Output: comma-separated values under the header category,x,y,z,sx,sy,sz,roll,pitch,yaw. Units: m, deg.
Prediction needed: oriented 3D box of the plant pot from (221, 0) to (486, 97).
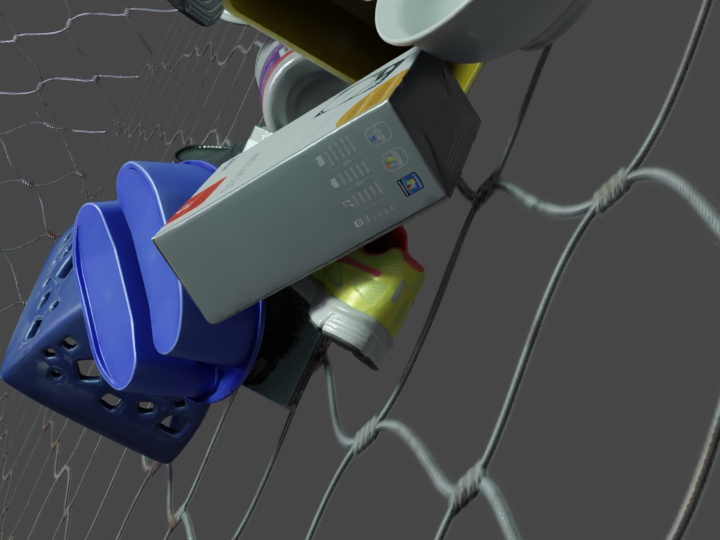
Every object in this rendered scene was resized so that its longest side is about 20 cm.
category,x,y,z,sx,sy,sz,roll,pitch,yaw
plant pot,0.026,-0.256,1.039,0.201,0.199,0.177,-59,8,13

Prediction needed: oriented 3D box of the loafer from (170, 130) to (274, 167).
category,x,y,z,sx,sy,sz,roll,pitch,yaw
loafer,-0.087,-0.093,1.145,0.199,0.071,0.068,13,39,31

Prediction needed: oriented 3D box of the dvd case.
category,x,y,z,sx,sy,sz,roll,pitch,yaw
dvd case,-0.071,-0.005,1.061,0.201,0.145,0.022,-64,-27,-4

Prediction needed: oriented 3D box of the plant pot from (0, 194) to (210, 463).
category,x,y,z,sx,sy,sz,roll,pitch,yaw
plant pot,-0.204,0.038,1.264,0.180,0.199,0.201,-41,27,38

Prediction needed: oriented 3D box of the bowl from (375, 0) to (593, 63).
category,x,y,z,sx,sy,sz,roll,pitch,yaw
bowl,0.106,-0.213,0.869,0.201,0.090,0.202,-44,27,30

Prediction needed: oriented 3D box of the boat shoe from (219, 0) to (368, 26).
category,x,y,z,sx,sy,sz,roll,pitch,yaw
boat shoe,-0.041,-0.275,1.234,0.075,0.200,0.065,-115,15,-67

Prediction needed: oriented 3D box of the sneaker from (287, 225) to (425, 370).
category,x,y,z,sx,sy,sz,roll,pitch,yaw
sneaker,0.000,0.000,0.938,0.091,0.078,0.200,-54,24,4

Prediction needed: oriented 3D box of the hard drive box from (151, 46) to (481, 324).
category,x,y,z,sx,sy,sz,roll,pitch,yaw
hard drive box,-0.026,-0.063,0.905,0.199,0.077,0.156,-29,15,23

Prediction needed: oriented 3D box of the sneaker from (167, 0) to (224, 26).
category,x,y,z,sx,sy,sz,roll,pitch,yaw
sneaker,-0.108,-0.262,0.995,0.116,0.075,0.200,-55,10,-7

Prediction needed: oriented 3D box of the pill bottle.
category,x,y,z,sx,sy,sz,roll,pitch,yaw
pill bottle,-0.045,-0.181,1.245,0.112,0.111,0.200,-58,18,15

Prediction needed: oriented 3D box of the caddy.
category,x,y,z,sx,sy,sz,roll,pitch,yaw
caddy,-0.144,0.007,1.021,0.141,0.104,0.202,-35,63,38
